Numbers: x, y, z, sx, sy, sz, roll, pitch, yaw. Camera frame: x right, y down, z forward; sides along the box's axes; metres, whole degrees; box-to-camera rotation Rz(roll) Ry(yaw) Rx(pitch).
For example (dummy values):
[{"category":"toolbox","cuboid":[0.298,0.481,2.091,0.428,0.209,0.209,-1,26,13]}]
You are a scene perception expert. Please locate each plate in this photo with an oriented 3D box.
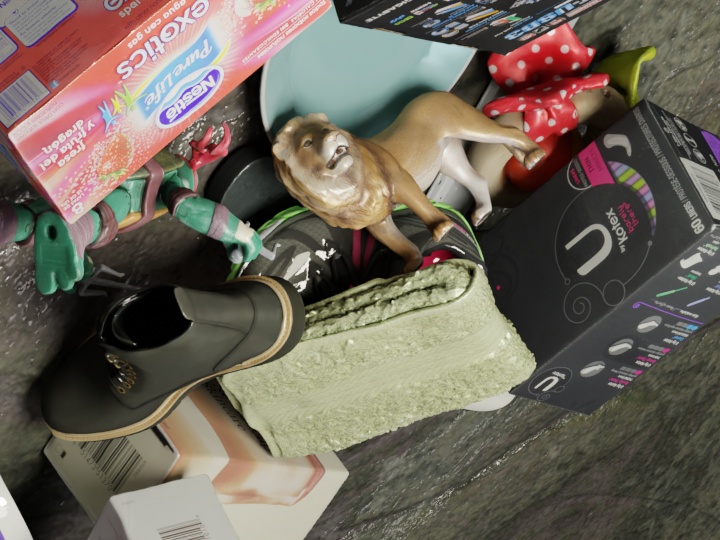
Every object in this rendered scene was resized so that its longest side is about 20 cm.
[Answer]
[{"category":"plate","cuboid":[0.008,-0.157,1.339,0.199,0.026,0.201,-30,145,-24]}]

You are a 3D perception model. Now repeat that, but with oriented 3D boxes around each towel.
[{"category":"towel","cuboid":[0.008,0.064,1.360,0.199,0.037,0.149,-20,143,13]}]

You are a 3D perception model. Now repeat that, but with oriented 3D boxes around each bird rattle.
[{"category":"bird rattle","cuboid":[0.147,-0.098,1.488,0.199,0.113,0.163,-4,146,-50]}]

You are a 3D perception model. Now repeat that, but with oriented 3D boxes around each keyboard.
[{"category":"keyboard","cuboid":[0.101,-0.114,1.511,0.056,0.011,0.201,-4,129,-54]}]

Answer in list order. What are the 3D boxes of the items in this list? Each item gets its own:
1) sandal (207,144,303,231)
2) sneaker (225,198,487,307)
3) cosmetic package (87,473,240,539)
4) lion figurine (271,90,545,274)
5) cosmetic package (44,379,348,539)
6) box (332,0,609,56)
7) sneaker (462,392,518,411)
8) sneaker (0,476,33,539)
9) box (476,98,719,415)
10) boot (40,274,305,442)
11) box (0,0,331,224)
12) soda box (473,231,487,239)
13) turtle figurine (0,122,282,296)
[{"category":"sandal","cuboid":[-0.030,-0.032,1.409,0.200,0.048,0.076,14,115,-54]},{"category":"sneaker","cuboid":[0.000,0.000,1.368,0.199,0.084,0.077,-13,129,-26]},{"category":"cosmetic package","cuboid":[-0.143,0.243,1.350,0.081,0.113,0.200,-9,145,-36]},{"category":"lion figurine","cuboid":[0.031,-0.075,1.359,0.200,0.123,0.073,-33,166,-49]},{"category":"cosmetic package","cuboid":[-0.113,0.137,1.449,0.087,0.103,0.199,-53,149,15]},{"category":"box","cuboid":[0.110,-0.199,1.240,0.199,0.050,0.198,-24,168,33]},{"category":"sneaker","cuboid":[0.042,0.069,1.463,0.199,0.080,0.074,21,113,-34]},{"category":"sneaker","cuboid":[-0.288,0.214,1.361,0.146,0.081,0.201,-28,146,-16]},{"category":"box","cuboid":[0.182,-0.006,1.455,0.200,0.123,0.106,-42,144,26]},{"category":"boot","cuboid":[-0.151,0.050,1.274,0.199,0.078,0.138,-30,165,23]},{"category":"box","cuboid":[-0.129,-0.139,1.129,0.200,0.103,0.095,-41,148,-10]},{"category":"soda box","cuboid":[0.080,0.015,1.575,0.199,0.064,0.068,-2,128,-47]},{"category":"turtle figurine","cuboid":[-0.146,-0.031,1.236,0.149,0.101,0.199,-16,180,35]}]
